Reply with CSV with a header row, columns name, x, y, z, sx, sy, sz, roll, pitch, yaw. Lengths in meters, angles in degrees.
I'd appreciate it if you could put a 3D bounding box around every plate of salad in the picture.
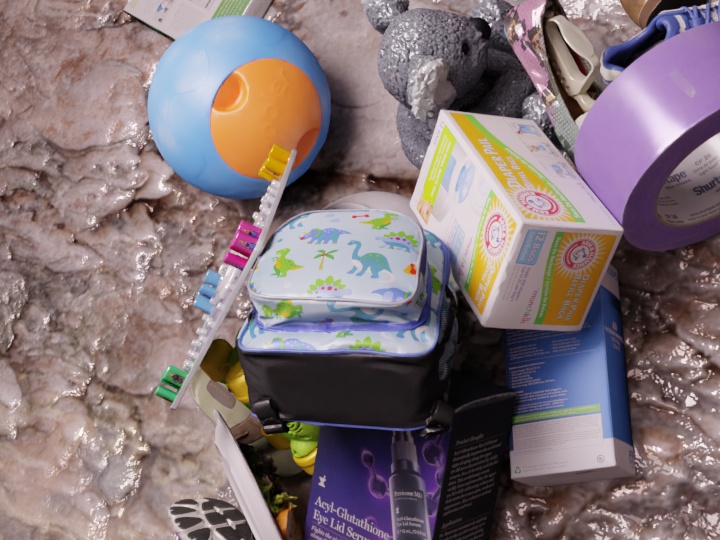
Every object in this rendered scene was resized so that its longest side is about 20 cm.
name,x,y,z,sx,sy,sz,roll,pitch,yaw
plate of salad,-0.094,0.223,1.235,0.048,0.200,0.200,-25,57,-11

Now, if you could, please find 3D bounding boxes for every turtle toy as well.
name,x,y,z,sx,sy,sz,roll,pitch,yaw
turtle toy,-0.080,0.105,1.239,0.101,0.146,0.200,-45,28,-12

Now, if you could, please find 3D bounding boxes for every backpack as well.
name,x,y,z,sx,sy,sz,roll,pitch,yaw
backpack,-0.004,0.029,1.082,0.183,0.147,0.200,0,30,10

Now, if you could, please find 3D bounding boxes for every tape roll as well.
name,x,y,z,sx,sy,sz,roll,pitch,yaw
tape roll,0.293,-0.113,1.087,0.200,0.200,0.085,-38,58,16

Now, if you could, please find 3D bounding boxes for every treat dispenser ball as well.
name,x,y,z,sx,sy,sz,roll,pitch,yaw
treat dispenser ball,-0.133,-0.179,1.380,0.201,0.201,0.201,-11,67,29

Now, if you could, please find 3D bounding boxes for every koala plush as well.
name,x,y,z,sx,sy,sz,roll,pitch,yaw
koala plush,0.083,-0.191,1.248,0.184,0.200,0.177,-33,59,19

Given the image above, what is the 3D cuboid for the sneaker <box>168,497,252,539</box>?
name,x,y,z,sx,sy,sz,roll,pitch,yaw
sneaker,-0.147,0.314,1.295,0.200,0.081,0.084,50,129,44

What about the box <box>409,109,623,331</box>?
name,x,y,z,sx,sy,sz,roll,pitch,yaw
box,0.135,-0.048,1.132,0.200,0.101,0.113,-116,37,-50

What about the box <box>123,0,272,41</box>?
name,x,y,z,sx,sy,sz,roll,pitch,yaw
box,-0.199,-0.351,1.587,0.200,0.036,0.144,34,93,37

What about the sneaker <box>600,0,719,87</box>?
name,x,y,z,sx,sy,sz,roll,pitch,yaw
sneaker,0.321,-0.215,1.175,0.200,0.088,0.075,-30,58,19

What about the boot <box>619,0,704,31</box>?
name,x,y,z,sx,sy,sz,roll,pitch,yaw
boot,0.334,-0.321,1.220,0.200,0.074,0.075,-44,46,14

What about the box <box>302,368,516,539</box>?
name,x,y,z,sx,sy,sz,roll,pitch,yaw
box,0.043,0.188,1.159,0.148,0.104,0.200,17,105,37

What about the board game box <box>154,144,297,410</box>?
name,x,y,z,sx,sy,sz,roll,pitch,yaw
board game box,-0.125,0.001,1.169,0.200,0.026,0.200,-59,9,29

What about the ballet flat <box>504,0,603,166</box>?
name,x,y,z,sx,sy,sz,roll,pitch,yaw
ballet flat,0.207,-0.172,1.189,0.071,0.069,0.200,-25,95,56

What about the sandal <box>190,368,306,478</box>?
name,x,y,z,sx,sy,sz,roll,pitch,yaw
sandal,-0.119,0.159,1.339,0.201,0.057,0.080,26,89,33

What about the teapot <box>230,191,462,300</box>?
name,x,y,z,sx,sy,sz,roll,pitch,yaw
teapot,0.000,0.000,1.267,0.200,0.146,0.197,-42,57,12

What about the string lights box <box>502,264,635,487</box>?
name,x,y,z,sx,sy,sz,roll,pitch,yaw
string lights box,0.191,0.093,1.165,0.103,0.059,0.200,-12,67,29
